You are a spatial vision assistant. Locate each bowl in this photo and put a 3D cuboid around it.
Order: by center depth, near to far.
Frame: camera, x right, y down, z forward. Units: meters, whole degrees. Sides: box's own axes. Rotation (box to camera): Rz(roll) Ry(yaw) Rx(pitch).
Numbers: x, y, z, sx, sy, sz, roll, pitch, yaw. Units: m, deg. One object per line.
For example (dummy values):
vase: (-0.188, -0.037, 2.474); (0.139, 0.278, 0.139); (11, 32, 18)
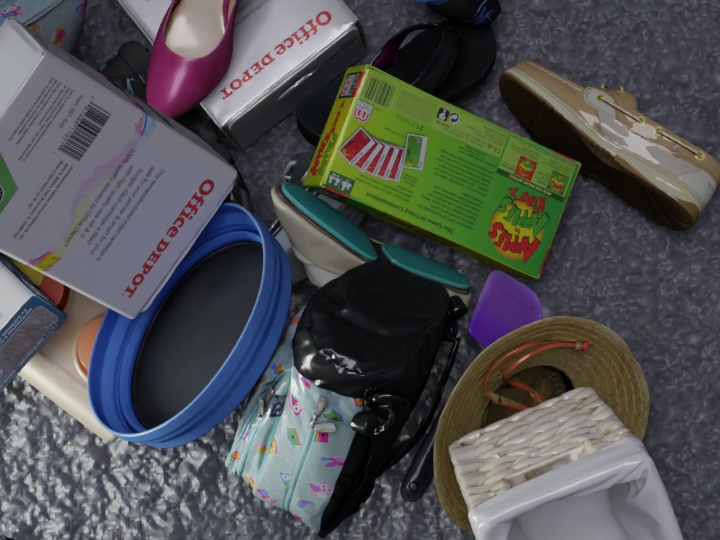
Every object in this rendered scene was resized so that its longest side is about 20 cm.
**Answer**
bowl: (-0.131, 0.044, 1.280); (0.201, 0.039, 0.201); (-30, 42, 31)

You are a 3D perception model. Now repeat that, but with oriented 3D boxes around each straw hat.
straw hat: (0.123, 0.105, 1.296); (0.201, 0.201, 0.085); (-39, 36, -3)

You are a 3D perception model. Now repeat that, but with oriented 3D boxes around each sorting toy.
sorting toy: (-0.218, 0.013, 1.389); (0.185, 0.036, 0.200); (35, 84, 12)

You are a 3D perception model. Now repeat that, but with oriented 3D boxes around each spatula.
spatula: (0.085, 0.097, 1.342); (0.057, 0.021, 0.200); (30, 86, -13)

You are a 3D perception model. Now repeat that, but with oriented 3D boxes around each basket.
basket: (0.158, 0.201, 1.216); (0.136, 0.123, 0.200); (-23, 119, 0)

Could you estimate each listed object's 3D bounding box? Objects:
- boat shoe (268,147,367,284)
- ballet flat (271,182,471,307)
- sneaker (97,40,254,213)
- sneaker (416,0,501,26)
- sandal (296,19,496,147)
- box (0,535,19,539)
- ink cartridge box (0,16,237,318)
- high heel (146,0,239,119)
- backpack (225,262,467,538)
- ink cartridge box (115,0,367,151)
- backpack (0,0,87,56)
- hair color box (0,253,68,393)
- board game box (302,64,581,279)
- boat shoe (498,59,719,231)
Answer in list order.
boat shoe: (-0.029, -0.069, 1.376); (0.071, 0.072, 0.200); (36, 73, 20)
ballet flat: (0.000, 0.000, 1.315); (0.200, 0.069, 0.069); (27, 80, -27)
sneaker: (-0.163, -0.100, 1.389); (0.079, 0.075, 0.200); (-35, 66, -10)
sneaker: (0.067, -0.289, 1.412); (0.070, 0.078, 0.200); (-34, 51, 33)
sandal: (0.037, -0.161, 1.358); (0.200, 0.048, 0.075); (-33, 59, -26)
box: (-0.209, 0.311, 1.240); (0.200, 0.197, 0.124); (38, 84, 12)
ink cartridge box: (-0.216, -0.074, 1.258); (0.145, 0.200, 0.084); (-54, 40, 6)
high heel: (-0.123, -0.218, 1.312); (0.067, 0.096, 0.200); (29, 83, 12)
backpack: (-0.019, 0.101, 1.274); (0.127, 0.167, 0.200); (34, 127, 14)
ink cartridge box: (-0.111, -0.224, 1.405); (0.147, 0.083, 0.200); (-38, 77, -2)
backpack: (-0.323, -0.172, 1.359); (0.153, 0.200, 0.176); (33, 42, 4)
hair color box: (-0.343, 0.010, 1.364); (0.200, 0.061, 0.100); (40, 87, 30)
board game box: (0.066, -0.076, 1.320); (0.200, 0.048, 0.102); (22, 86, -19)
boat shoe: (0.204, -0.113, 1.357); (0.200, 0.074, 0.066); (38, 72, 11)
